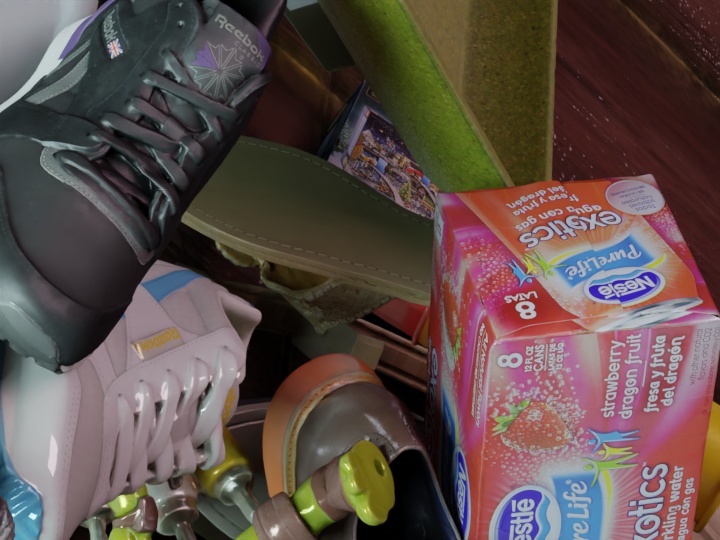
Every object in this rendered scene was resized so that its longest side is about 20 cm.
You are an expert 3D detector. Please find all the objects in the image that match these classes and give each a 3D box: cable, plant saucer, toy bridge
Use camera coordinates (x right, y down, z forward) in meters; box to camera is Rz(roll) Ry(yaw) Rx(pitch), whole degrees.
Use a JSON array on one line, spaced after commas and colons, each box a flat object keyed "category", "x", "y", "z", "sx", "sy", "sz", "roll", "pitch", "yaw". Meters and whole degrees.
[{"category": "cable", "x": -0.109, "y": 0.038, "z": 0.934, "sx": 0.097, "sy": 0.051, "sz": 0.200, "roll": -8, "pitch": 45, "yaw": -15}, {"category": "plant saucer", "x": 0.028, "y": -0.139, "z": 0.948, "sx": 0.200, "sy": 0.048, "sz": 0.200, "roll": 55, "pitch": 30, "yaw": -43}, {"category": "toy bridge", "x": -0.013, "y": 0.034, "z": 1.042, "sx": 0.199, "sy": 0.027, "sz": 0.067, "roll": 20, "pitch": 8, "yaw": -27}]

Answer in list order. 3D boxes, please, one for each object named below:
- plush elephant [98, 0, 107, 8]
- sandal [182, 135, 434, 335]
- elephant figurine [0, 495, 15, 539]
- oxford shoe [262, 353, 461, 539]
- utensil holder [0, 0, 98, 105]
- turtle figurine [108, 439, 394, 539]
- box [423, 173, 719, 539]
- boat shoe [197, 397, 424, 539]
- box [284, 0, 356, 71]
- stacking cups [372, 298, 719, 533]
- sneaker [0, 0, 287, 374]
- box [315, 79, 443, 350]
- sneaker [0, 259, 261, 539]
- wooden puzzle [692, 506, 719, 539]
[{"category": "plush elephant", "x": -0.100, "y": -0.155, "z": 0.987, "sx": 0.200, "sy": 0.155, "sz": 0.165, "roll": 25, "pitch": 45, "yaw": -43}, {"category": "sandal", "x": -0.002, "y": 0.003, "z": 0.973, "sx": 0.211, "sy": 0.070, "sz": 0.078, "roll": 14, "pitch": 38, "yaw": 7}, {"category": "elephant figurine", "x": -0.172, "y": 0.038, "z": 0.682, "sx": 0.156, "sy": 0.200, "sz": 0.141, "roll": 60, "pitch": 32, "yaw": 2}, {"category": "oxford shoe", "x": 0.006, "y": 0.134, "z": 0.904, "sx": 0.071, "sy": 0.073, "sz": 0.201, "roll": -28, "pitch": 128, "yaw": -23}, {"category": "utensil holder", "x": -0.219, "y": -0.107, "z": 0.778, "sx": 0.200, "sy": 0.170, "sz": 0.171, "roll": -23, "pitch": 83, "yaw": -55}, {"category": "turtle figurine", "x": -0.051, "y": 0.139, "z": 0.834, "sx": 0.064, "sy": 0.161, "sz": 0.201, "roll": 23, "pitch": 47, "yaw": -69}, {"category": "box", "x": 0.081, "y": 0.070, "z": 0.907, "sx": 0.095, "sy": 0.201, "sz": 0.100, "roll": -6, "pitch": 38, "yaw": -10}, {"category": "boat shoe", "x": -0.017, "y": 0.090, "z": 1.013, "sx": 0.199, "sy": 0.073, "sz": 0.063, "roll": 11, "pitch": 12, "yaw": -44}, {"category": "box", "x": -0.026, "y": -0.202, "z": 0.963, "sx": 0.121, "sy": 0.032, "sz": 0.201, "roll": 51, "pitch": 31, "yaw": -47}, {"category": "stacking cups", "x": 0.088, "y": 0.042, "z": 1.020, "sx": 0.199, "sy": 0.061, "sz": 0.060, "roll": 33, "pitch": 30, "yaw": 11}, {"category": "sneaker", "x": -0.076, "y": -0.052, "z": 0.729, "sx": 0.076, "sy": 0.087, "sz": 0.200, "roll": 44, "pitch": 30, "yaw": -20}, {"category": "box", "x": 0.058, "y": 0.001, "z": 1.142, "sx": 0.200, "sy": 0.038, "sz": 0.137, "roll": 35, "pitch": 36, "yaw": -8}, {"category": "sneaker", "x": -0.084, "y": 0.042, "z": 0.764, "sx": 0.080, "sy": 0.077, "sz": 0.200, "roll": 14, "pitch": 21, "yaw": 2}, {"category": "wooden puzzle", "x": 0.110, "y": 0.165, "z": 1.061, "sx": 0.185, "sy": 0.037, "sz": 0.200, "roll": 49, "pitch": 67, "yaw": -17}]
